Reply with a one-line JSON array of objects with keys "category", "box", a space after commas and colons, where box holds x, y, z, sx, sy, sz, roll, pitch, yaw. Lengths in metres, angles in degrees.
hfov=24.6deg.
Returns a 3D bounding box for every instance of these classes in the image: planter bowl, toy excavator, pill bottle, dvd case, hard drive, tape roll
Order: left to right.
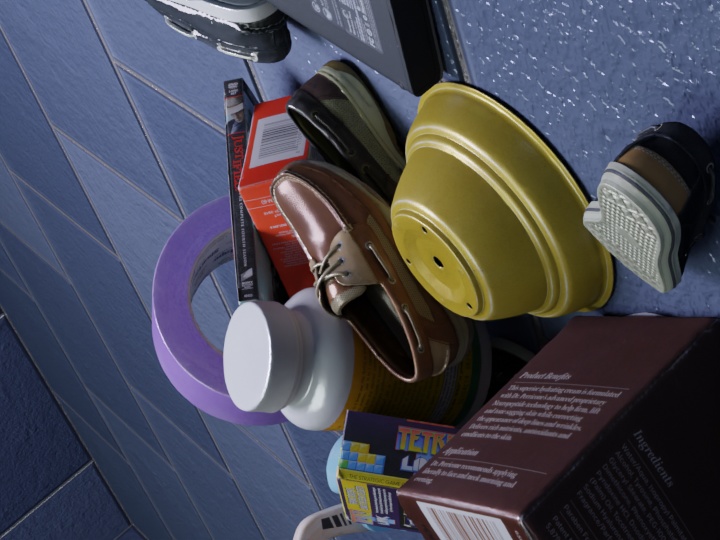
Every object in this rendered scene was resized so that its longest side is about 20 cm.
[{"category": "tape roll", "box": [-0.093, 0.035, 1.521, 0.200, 0.199, 0.085, 48, 162, 9]}, {"category": "dvd case", "box": [-0.080, -0.041, 1.396, 0.146, 0.022, 0.202, 56, -156, -63]}, {"category": "hard drive", "box": [-0.029, -0.219, 1.157, 0.199, 0.033, 0.140, 37, 157, 37]}, {"category": "pill bottle", "box": [-0.004, 0.071, 1.313, 0.112, 0.198, 0.114, -10, 78, 58]}, {"category": "toy excavator", "box": [-0.001, 0.221, 1.579, 0.100, 0.198, 0.197, 169, 92, -71]}, {"category": "planter bowl", "box": [0.080, -0.027, 1.178, 0.200, 0.083, 0.201, 45, 161, 20]}]

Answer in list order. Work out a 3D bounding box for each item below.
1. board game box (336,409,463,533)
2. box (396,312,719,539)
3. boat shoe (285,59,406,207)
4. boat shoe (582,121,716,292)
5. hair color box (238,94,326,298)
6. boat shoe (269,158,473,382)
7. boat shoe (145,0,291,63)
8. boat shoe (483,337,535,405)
[{"category": "board game box", "box": [0.068, 0.167, 1.297, 0.163, 0.057, 0.200, 10, 163, 4]}, {"category": "box", "box": [0.168, 0.154, 1.111, 0.165, 0.200, 0.165, 56, 158, -15]}, {"category": "boat shoe", "box": [0.010, -0.065, 1.295, 0.202, 0.066, 0.072, 58, 164, -10]}, {"category": "boat shoe", "box": [0.175, -0.037, 0.977, 0.074, 0.062, 0.200, 42, 175, 13]}, {"category": "hair color box", "box": [-0.035, -0.035, 1.383, 0.112, 0.063, 0.201, -84, -24, -48]}, {"category": "boat shoe", "box": [0.000, 0.000, 1.239, 0.200, 0.072, 0.076, 46, 136, 9]}, {"category": "boat shoe", "box": [-0.130, -0.217, 1.334, 0.199, 0.075, 0.061, 34, 149, 44]}, {"category": "boat shoe", "box": [0.145, 0.112, 1.310, 0.199, 0.066, 0.075, 29, 152, 50]}]
